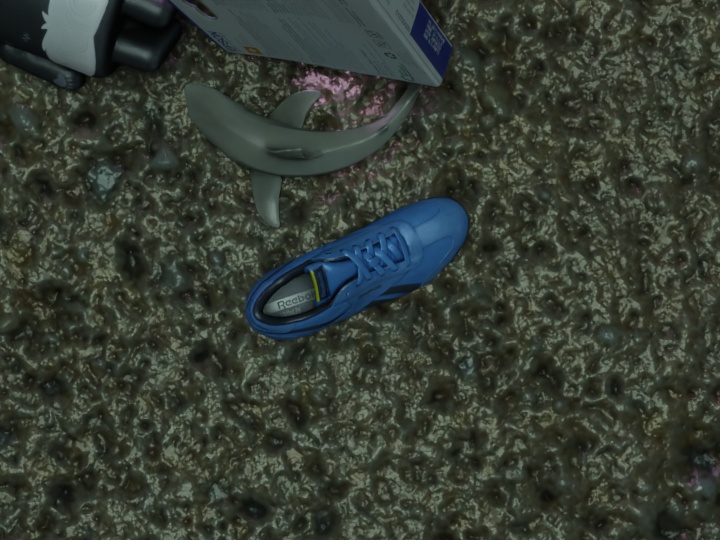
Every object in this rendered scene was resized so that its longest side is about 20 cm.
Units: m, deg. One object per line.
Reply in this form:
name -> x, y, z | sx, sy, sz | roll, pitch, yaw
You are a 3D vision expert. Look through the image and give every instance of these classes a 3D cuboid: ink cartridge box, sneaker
ink cartridge box -> -0.054, -0.202, 0.957 | 0.198, 0.196, 0.044 | 15, 81, 25
sneaker -> 0.000, 0.000, 1.061 | 0.198, 0.078, 0.067 | -26, 88, 0

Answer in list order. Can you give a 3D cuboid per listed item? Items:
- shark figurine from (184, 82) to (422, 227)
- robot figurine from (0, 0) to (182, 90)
shark figurine -> -0.030, -0.109, 1.056 | 0.211, 0.090, 0.130 | -12, 92, 3
robot figurine -> -0.236, -0.229, 1.040 | 0.198, 0.125, 0.152 | 21, 88, 0
